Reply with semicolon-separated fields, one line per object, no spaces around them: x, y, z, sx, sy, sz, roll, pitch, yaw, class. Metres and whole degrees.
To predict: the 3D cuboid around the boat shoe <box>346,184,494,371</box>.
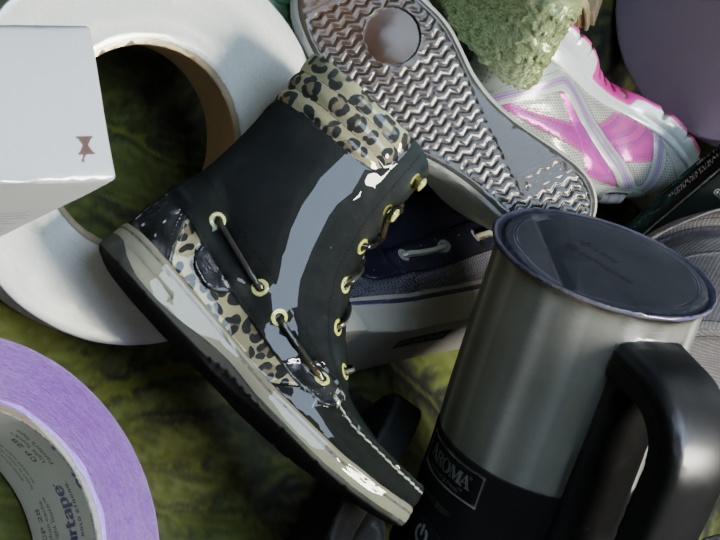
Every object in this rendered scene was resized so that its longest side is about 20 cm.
0.000;0.000;1.343;0.200;0.075;0.093;-7;69;-39;boat shoe

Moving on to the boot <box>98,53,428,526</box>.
-0.008;0.010;1.231;0.204;0.073;0.154;45;79;-9;boot

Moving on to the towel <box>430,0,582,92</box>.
0.066;-0.207;1.348;0.036;0.148;0.200;-3;46;-41;towel

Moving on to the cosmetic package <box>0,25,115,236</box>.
-0.205;-0.048;1.116;0.101;0.200;0.071;-3;80;-37;cosmetic package

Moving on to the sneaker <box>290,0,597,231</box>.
0.031;-0.082;1.318;0.200;0.085;0.073;45;80;-14;sneaker

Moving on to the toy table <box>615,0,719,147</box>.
0.246;-0.127;1.491;0.117;0.184;0.200;22;31;-36;toy table

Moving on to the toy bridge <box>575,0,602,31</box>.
0.120;-0.192;1.418;0.027;0.200;0.067;14;62;13;toy bridge

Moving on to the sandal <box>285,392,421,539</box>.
-0.011;0.150;1.280;0.048;0.075;0.200;39;57;-13;sandal

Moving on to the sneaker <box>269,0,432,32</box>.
-0.038;-0.128;1.340;0.200;0.074;0.118;45;56;-13;sneaker

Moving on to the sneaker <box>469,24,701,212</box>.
0.118;-0.073;1.436;0.200;0.081;0.088;36;82;-36;sneaker

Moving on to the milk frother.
0.144;0.086;1.290;0.200;0.180;0.188;-10;126;-48;milk frother

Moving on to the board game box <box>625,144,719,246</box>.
0.233;0.029;1.461;0.200;0.135;0.028;39;24;-22;board game box

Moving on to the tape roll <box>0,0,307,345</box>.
-0.116;-0.062;1.247;0.203;0.037;0.203;-4;99;-27;tape roll

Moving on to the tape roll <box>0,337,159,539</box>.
-0.194;0.131;1.161;0.200;0.066;0.200;10;73;-34;tape roll

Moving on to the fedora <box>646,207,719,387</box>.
0.222;0.057;1.406;0.200;0.177;0.090;22;27;-13;fedora
